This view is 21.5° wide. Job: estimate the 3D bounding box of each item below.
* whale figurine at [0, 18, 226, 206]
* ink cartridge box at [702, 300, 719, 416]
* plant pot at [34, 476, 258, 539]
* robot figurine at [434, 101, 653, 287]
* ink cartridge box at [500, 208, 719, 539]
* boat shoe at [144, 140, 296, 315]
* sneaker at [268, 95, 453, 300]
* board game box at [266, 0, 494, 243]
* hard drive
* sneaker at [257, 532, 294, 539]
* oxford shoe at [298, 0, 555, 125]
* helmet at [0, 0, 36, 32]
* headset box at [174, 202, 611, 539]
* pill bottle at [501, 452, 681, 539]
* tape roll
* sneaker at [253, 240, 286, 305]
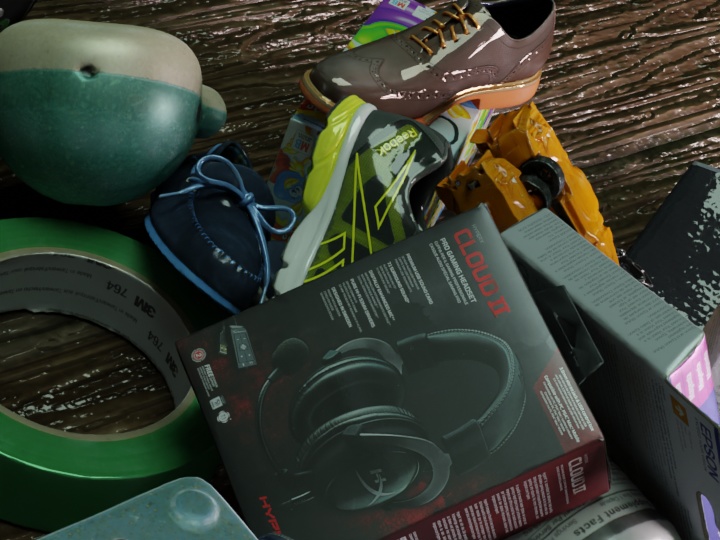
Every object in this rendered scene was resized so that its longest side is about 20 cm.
[{"bbox_3d":[-0.161,-0.085,1.151,0.157,0.200,0.105,4,82,-6],"label":"whale figurine"},{"bbox_3d":[0.246,0.048,1.148,0.066,0.201,0.116,26,38,3],"label":"ink cartridge box"},{"bbox_3d":[-0.099,0.204,0.787,0.195,0.201,0.196,-19,54,-42],"label":"plant pot"},{"bbox_3d":[0.126,0.003,1.195,0.201,0.058,0.145,61,36,-14],"label":"robot figurine"},{"bbox_3d":[0.160,0.090,1.033,0.043,0.197,0.200,-31,41,-15],"label":"ink cartridge box"},{"bbox_3d":[-0.087,-0.039,1.127,0.084,0.069,0.200,43,7,-26],"label":"boat shoe"},{"bbox_3d":[0.000,0.000,1.099,0.084,0.202,0.074,12,-4,13],"label":"sneaker"},{"bbox_3d":[0.018,-0.086,1.270,0.104,0.104,0.200,26,37,4],"label":"board game box"},{"bbox_3d":[0.274,0.018,1.273,0.199,0.042,0.135,34,75,19],"label":"hard drive"},{"bbox_3d":[0.008,0.169,0.902,0.077,0.200,0.086,10,60,41],"label":"sneaker"},{"bbox_3d":[0.045,-0.140,1.202,0.199,0.073,0.071,-18,54,-41],"label":"oxford shoe"},{"bbox_3d":[-0.290,-0.231,1.216,0.199,0.190,0.202,12,70,-36],"label":"helmet"},{"bbox_3d":[0.026,0.071,0.974,0.198,0.077,0.150,-24,62,-2],"label":"headset box"},{"bbox_3d":[0.103,0.147,1.028,0.113,0.114,0.200,-14,51,-38],"label":"pill bottle"},{"bbox_3d":[-0.164,0.054,1.055,0.199,0.048,0.201,14,38,-11],"label":"tape roll"},{"bbox_3d":[0.022,0.022,1.158,0.199,0.085,0.075,30,38,10],"label":"sneaker"}]
